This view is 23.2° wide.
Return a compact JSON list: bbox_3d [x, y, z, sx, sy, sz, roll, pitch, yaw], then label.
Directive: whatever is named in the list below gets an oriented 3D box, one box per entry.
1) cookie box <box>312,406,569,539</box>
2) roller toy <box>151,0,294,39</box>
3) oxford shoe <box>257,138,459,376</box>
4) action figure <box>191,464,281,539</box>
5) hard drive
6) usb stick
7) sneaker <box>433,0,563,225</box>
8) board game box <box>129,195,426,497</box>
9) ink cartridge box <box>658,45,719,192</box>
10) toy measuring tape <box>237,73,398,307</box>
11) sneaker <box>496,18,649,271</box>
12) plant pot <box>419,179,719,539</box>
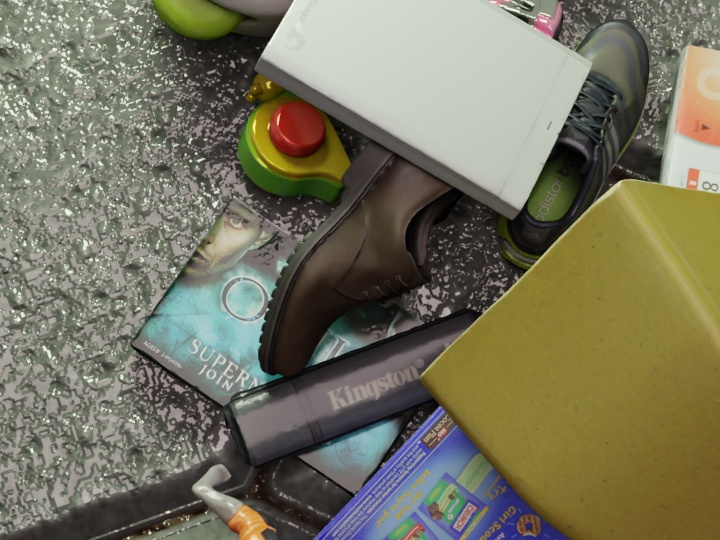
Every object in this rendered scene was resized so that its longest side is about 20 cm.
[{"bbox_3d":[0.089,0.205,1.201,0.200,0.075,0.171,45,100,9],"label":"cookie box"},{"bbox_3d":[-0.067,-0.268,1.284,0.199,0.140,0.183,-13,90,-6],"label":"roller toy"},{"bbox_3d":[0.000,0.000,1.203,0.084,0.073,0.200,38,103,14],"label":"oxford shoe"},{"bbox_3d":[-0.074,0.250,1.157,0.193,0.104,0.201,33,104,48],"label":"action figure"},{"bbox_3d":[0.045,-0.138,1.188,0.200,0.026,0.132,30,64,-4],"label":"hard drive"},{"bbox_3d":[0.002,0.083,1.240,0.199,0.033,0.056,-20,80,-6],"label":"usb stick"},{"bbox_3d":[0.083,-0.116,1.280,0.079,0.095,0.200,37,89,30],"label":"sneaker"},{"bbox_3d":[-0.048,0.055,1.275,0.200,0.028,0.135,33,80,5],"label":"board game box"},{"bbox_3d":[0.318,-0.074,1.262,0.199,0.050,0.163,10,54,7],"label":"ink cartridge box"},{"bbox_3d":[-0.039,-0.057,1.271,0.073,0.074,0.200,-24,75,-5],"label":"toy measuring tape"},{"bbox_3d":[0.163,-0.095,1.282,0.074,0.081,0.201,21,79,3],"label":"sneaker"},{"bbox_3d":[0.201,0.084,1.119,0.196,0.194,0.200,-47,64,25],"label":"plant pot"}]
